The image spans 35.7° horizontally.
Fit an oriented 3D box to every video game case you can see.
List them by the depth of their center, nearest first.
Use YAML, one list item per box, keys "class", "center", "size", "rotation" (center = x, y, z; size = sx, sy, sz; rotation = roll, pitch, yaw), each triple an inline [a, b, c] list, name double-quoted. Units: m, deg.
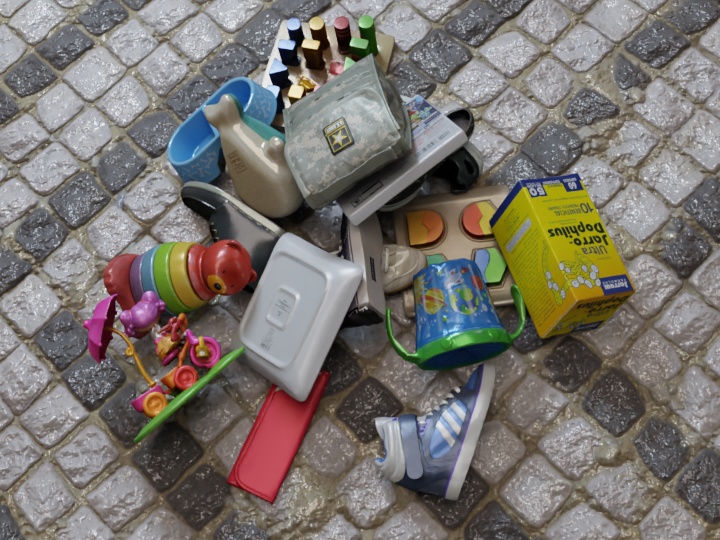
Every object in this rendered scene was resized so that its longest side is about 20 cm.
- class: "video game case"
  center: [0.040, -0.162, 1.609]
  size: [0.199, 0.023, 0.182]
  rotation: [-38, 31, 0]

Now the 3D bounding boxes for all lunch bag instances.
- class: "lunch bag"
  center: [-0.018, -0.188, 1.566]
  size: [0.163, 0.118, 0.201]
  rotation: [-30, 32, 14]

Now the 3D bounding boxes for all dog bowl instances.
- class: "dog bowl"
  center: [-0.220, -0.220, 1.741]
  size: [0.199, 0.050, 0.112]
  rotation: [-40, 46, 9]

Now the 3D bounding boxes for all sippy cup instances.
- class: "sippy cup"
  center: [0.131, 0.058, 1.565]
  size: [0.176, 0.139, 0.132]
  rotation: [3, 67, -42]

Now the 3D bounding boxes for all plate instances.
- class: "plate"
  center: [-0.101, 0.057, 1.575]
  size: [0.199, 0.032, 0.202]
  rotation: [26, 91, 48]

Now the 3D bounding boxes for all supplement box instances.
- class: "supplement box"
  center: [0.283, -0.022, 1.591]
  size: [0.107, 0.110, 0.202]
  rotation: [-9, 63, -27]

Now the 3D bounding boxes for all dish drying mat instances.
- class: "dish drying mat"
  center: [-0.115, 0.223, 1.591]
  size: [0.076, 0.018, 0.202]
  rotation: [20, 70, 13]

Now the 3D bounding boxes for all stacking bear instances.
- class: "stacking bear"
  center: [-0.250, 0.009, 1.622]
  size: [0.197, 0.123, 0.114]
  rotation: [-12, 28, 20]

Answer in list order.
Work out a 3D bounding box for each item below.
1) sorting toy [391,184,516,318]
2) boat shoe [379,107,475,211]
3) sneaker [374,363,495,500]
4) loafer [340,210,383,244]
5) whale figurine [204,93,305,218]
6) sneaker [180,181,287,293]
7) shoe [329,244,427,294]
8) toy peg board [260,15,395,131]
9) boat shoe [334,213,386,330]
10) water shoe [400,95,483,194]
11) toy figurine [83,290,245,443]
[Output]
- class: "sorting toy"
  center: [0.144, -0.034, 1.668]
  size: [0.182, 0.037, 0.203]
  rotation: [-8, 65, 3]
- class: "boat shoe"
  center: [0.089, -0.169, 1.646]
  size: [0.200, 0.057, 0.069]
  rotation: [-44, 83, -7]
- class: "sneaker"
  center: [0.095, 0.204, 1.542]
  size: [0.145, 0.081, 0.202]
  rotation: [18, 74, 9]
- class: "loafer"
  center: [0.016, -0.126, 1.700]
  size: [0.067, 0.071, 0.203]
  rotation: [12, 63, 10]
- class: "whale figurine"
  center: [-0.146, -0.179, 1.666]
  size: [0.104, 0.158, 0.201]
  rotation: [-43, 103, -34]
- class: "sneaker"
  center: [-0.210, -0.053, 1.694]
  size: [0.198, 0.075, 0.107]
  rotation: [29, 74, 18]
- class: "shoe"
  center: [0.000, 0.000, 1.643]
  size: [0.197, 0.053, 0.071]
  rotation: [-8, 71, 12]
- class: "toy peg board"
  center: [-0.063, -0.325, 1.786]
  size: [0.196, 0.098, 0.202]
  rotation: [11, 67, 10]
- class: "boat shoe"
  center: [-0.021, -0.008, 1.588]
  size: [0.092, 0.075, 0.202]
  rotation: [-20, 54, 26]
- class: "water shoe"
  center: [0.095, -0.195, 1.705]
  size: [0.199, 0.072, 0.079]
  rotation: [32, 53, 8]
- class: "toy figurine"
  center: [-0.292, 0.104, 1.560]
  size: [0.199, 0.150, 0.185]
  rotation: [-40, 91, -15]
